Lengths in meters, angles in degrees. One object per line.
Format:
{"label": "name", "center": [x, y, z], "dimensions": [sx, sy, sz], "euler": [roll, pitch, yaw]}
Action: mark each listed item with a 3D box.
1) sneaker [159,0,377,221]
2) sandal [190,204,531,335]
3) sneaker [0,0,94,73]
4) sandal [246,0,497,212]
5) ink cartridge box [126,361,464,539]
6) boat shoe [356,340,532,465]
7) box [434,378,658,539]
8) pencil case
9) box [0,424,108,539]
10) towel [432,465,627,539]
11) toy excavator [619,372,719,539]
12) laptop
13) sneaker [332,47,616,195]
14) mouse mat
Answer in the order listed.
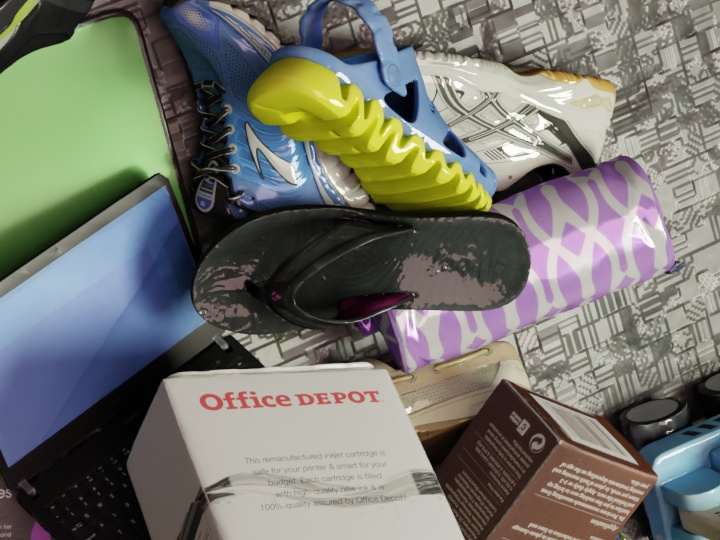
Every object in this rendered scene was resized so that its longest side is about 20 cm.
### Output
{"label": "sneaker", "center": [-0.066, -0.075, 1.330], "dimensions": [0.089, 0.079, 0.200], "euler": [-36, 112, -17]}
{"label": "sandal", "center": [0.001, -0.001, 1.296], "dimensions": [0.200, 0.048, 0.075], "euler": [-7, 108, -4]}
{"label": "sneaker", "center": [-0.177, -0.178, 1.279], "dimensions": [0.200, 0.072, 0.083], "euler": [-43, 156, -23]}
{"label": "sandal", "center": [0.019, -0.094, 1.298], "dimensions": [0.200, 0.079, 0.087], "euler": [37, 59, -48]}
{"label": "ink cartridge box", "center": [-0.027, 0.154, 1.216], "dimensions": [0.144, 0.200, 0.084], "euler": [0, 138, -29]}
{"label": "boat shoe", "center": [0.010, 0.092, 1.404], "dimensions": [0.200, 0.065, 0.072], "euler": [-14, 150, -7]}
{"label": "box", "center": [0.081, 0.174, 1.385], "dimensions": [0.100, 0.075, 0.200], "euler": [23, 106, -41]}
{"label": "pencil case", "center": [0.096, -0.005, 1.382], "dimensions": [0.200, 0.085, 0.084], "euler": [-20, 102, -9]}
{"label": "box", "center": [-0.225, 0.189, 1.330], "dimensions": [0.143, 0.036, 0.200], "euler": [0, 100, -26]}
{"label": "towel", "center": [0.086, 0.183, 1.474], "dimensions": [0.144, 0.023, 0.200], "euler": [-48, 114, -10]}
{"label": "toy excavator", "center": [0.235, 0.151, 1.436], "dimensions": [0.194, 0.200, 0.100], "euler": [-21, 107, -20]}
{"label": "laptop", "center": [-0.114, 0.076, 1.291], "dimensions": [0.200, 0.103, 0.177], "euler": [42, 58, 18]}
{"label": "sneaker", "center": [0.069, -0.089, 1.388], "dimensions": [0.200, 0.076, 0.088], "euler": [7, 96, -24]}
{"label": "mouse mat", "center": [-0.181, -0.040, 1.324], "dimensions": [0.161, 0.008, 0.200], "euler": [-20, 107, -20]}
